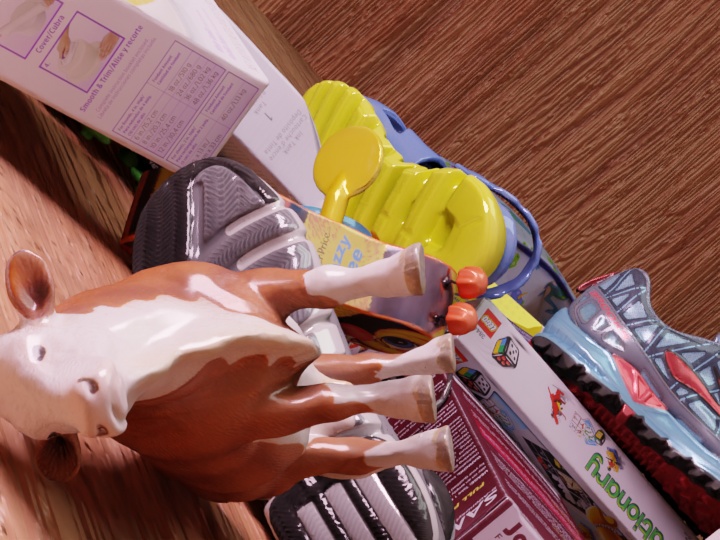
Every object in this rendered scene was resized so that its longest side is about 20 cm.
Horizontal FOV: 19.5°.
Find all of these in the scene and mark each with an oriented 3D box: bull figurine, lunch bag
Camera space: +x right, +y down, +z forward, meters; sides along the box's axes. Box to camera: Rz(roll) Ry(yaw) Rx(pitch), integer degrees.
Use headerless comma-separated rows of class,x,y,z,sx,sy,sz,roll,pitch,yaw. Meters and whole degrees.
bull figurine,-0.036,0.033,0.638,0.200,0.121,0.066,55,31,-78
lunch bag,0.126,0.013,1.936,0.200,0.128,0.170,33,14,-36

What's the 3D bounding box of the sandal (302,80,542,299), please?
sandal,0.027,-0.037,1.140,0.087,0.080,0.200,19,16,-45

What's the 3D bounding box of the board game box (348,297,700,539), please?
board game box,0.088,0.104,1.156,0.200,0.035,0.126,48,-30,-15

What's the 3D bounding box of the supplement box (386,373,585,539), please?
supplement box,0.064,0.126,1.013,0.109,0.061,0.200,49,4,-16

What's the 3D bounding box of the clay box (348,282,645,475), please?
clay box,0.088,0.078,1.207,0.200,0.048,0.115,42,-28,0

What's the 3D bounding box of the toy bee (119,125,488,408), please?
toy bee,0.000,0.000,0.934,0.199,0.132,0.108,3,-7,-40

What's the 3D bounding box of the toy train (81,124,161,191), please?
toy train,-0.133,-0.091,1.042,0.200,0.042,0.056,47,-4,-26

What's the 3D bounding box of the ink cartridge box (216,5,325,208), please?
ink cartridge box,-0.061,-0.063,1.114,0.200,0.057,0.162,42,-13,-26

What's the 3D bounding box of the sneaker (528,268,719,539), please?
sneaker,0.190,0.077,1.127,0.200,0.096,0.079,43,-18,0

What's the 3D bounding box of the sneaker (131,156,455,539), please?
sneaker,-0.021,0.056,0.831,0.201,0.075,0.116,64,7,26

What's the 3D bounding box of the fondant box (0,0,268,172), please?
fondant box,-0.147,-0.131,0.877,0.199,0.058,0.144,27,18,-35

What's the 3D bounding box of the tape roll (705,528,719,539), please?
tape roll,0.209,0.193,0.995,0.071,0.202,0.203,46,6,-18
